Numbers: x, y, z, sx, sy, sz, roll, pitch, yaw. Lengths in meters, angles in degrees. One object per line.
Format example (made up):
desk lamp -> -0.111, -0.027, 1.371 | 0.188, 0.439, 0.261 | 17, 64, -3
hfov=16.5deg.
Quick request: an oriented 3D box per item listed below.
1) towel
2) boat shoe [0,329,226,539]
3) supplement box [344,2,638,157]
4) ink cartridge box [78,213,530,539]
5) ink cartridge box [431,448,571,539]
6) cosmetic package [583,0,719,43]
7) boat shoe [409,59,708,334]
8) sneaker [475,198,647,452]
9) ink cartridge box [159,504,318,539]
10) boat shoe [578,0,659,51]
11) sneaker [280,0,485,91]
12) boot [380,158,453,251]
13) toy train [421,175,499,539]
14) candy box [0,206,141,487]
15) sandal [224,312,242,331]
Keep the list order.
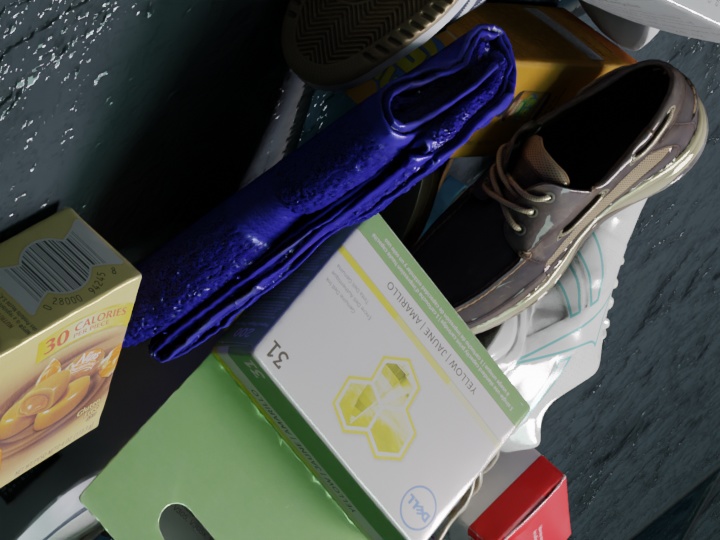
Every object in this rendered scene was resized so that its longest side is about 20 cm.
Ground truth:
towel -> -0.020, -0.033, 1.169 | 0.200, 0.050, 0.148 | -34, -178, 32
boat shoe -> -0.140, 0.107, 1.263 | 0.202, 0.075, 0.086 | -40, 158, -13
supplement box -> 0.074, -0.103, 1.336 | 0.067, 0.069, 0.200 | -56, 160, 19
ink cartridge box -> -0.023, 0.088, 1.227 | 0.200, 0.146, 0.048 | -50, -155, -25
ink cartridge box -> 0.065, 0.129, 1.537 | 0.067, 0.200, 0.116 | -44, 160, -12
cosmetic package -> 0.094, -0.163, 1.088 | 0.200, 0.102, 0.074 | 16, 92, -39
boat shoe -> 0.092, -0.045, 1.301 | 0.200, 0.074, 0.073 | -41, 150, -7
sneaker -> 0.107, 0.012, 1.371 | 0.080, 0.070, 0.200 | 47, 69, -29
ink cartridge box -> -0.122, 0.201, 1.285 | 0.200, 0.087, 0.145 | -48, 177, -25
boat shoe -> 0.151, -0.196, 1.328 | 0.066, 0.072, 0.200 | -37, 149, -16
sneaker -> 0.047, -0.148, 1.192 | 0.200, 0.070, 0.109 | -49, 158, -8
boot -> 0.000, 0.000, 1.372 | 0.075, 0.074, 0.200 | -31, 152, -59
toy train -> 0.048, 0.052, 1.455 | 0.200, 0.116, 0.085 | -57, 169, 4
candy box -> -0.194, 0.064, 1.100 | 0.200, 0.055, 0.115 | -32, 154, -38
sandal -> -0.072, 0.095, 1.365 | 0.079, 0.087, 0.200 | -39, 160, -27
